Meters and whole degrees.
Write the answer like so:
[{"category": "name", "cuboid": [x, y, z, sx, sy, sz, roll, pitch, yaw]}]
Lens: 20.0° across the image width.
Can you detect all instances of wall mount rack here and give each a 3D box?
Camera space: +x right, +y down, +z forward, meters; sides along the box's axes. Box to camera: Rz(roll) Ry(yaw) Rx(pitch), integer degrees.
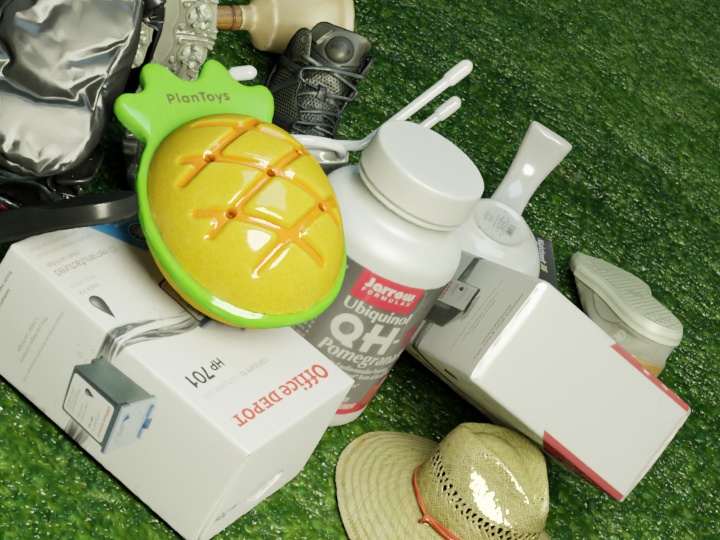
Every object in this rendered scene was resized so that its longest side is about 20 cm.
[{"category": "wall mount rack", "cuboid": [-0.012, -0.102, 1.434, 0.172, 0.075, 0.200, 2, -7, -1]}]

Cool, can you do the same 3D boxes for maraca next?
[{"category": "maraca", "cuboid": [-0.082, -0.050, 1.278, 0.136, 0.107, 0.201, -5, 60, -35]}]

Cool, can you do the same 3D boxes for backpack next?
[{"category": "backpack", "cuboid": [-0.221, -0.126, 1.370, 0.126, 0.168, 0.200, 31, -13, -13]}]

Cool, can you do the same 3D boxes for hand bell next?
[{"category": "hand bell", "cuboid": [-0.116, -0.220, 1.756, 0.199, 0.105, 0.104, -1, 41, -30]}]

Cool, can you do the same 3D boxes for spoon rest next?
[{"category": "spoon rest", "cuboid": [0.114, -0.042, 1.624, 0.099, 0.061, 0.200, 33, 41, 1]}]

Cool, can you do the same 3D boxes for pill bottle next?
[{"category": "pill bottle", "cuboid": [0.000, 0.000, 1.382, 0.110, 0.201, 0.111, 24, 30, -15]}]

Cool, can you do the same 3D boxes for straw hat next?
[{"category": "straw hat", "cuboid": [0.082, 0.150, 1.353, 0.200, 0.085, 0.201, 26, 28, -15]}]

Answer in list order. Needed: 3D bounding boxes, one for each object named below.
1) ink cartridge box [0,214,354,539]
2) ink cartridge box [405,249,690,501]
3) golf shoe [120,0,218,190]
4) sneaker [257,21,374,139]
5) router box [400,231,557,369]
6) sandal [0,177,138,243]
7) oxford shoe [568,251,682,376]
[{"category": "ink cartridge box", "cuboid": [-0.126, 0.058, 1.285, 0.200, 0.086, 0.146, 38, 28, 12]}, {"category": "ink cartridge box", "cuboid": [0.115, 0.066, 1.409, 0.147, 0.083, 0.200, 40, -5, -18]}, {"category": "golf shoe", "cuboid": [-0.150, -0.158, 1.502, 0.078, 0.201, 0.097, 2, 25, -12]}, {"category": "sneaker", "cuboid": [-0.041, -0.130, 1.643, 0.076, 0.115, 0.200, 22, 31, -15]}, {"category": "router box", "cuboid": [0.079, 0.013, 1.603, 0.157, 0.052, 0.200, 26, 29, -15]}, {"category": "sandal", "cuboid": [-0.227, -0.041, 1.254, 0.075, 0.199, 0.045, -32, 112, -63]}, {"category": "oxford shoe", "cuboid": [0.214, 0.035, 1.713, 0.075, 0.058, 0.200, 16, 17, -17]}]
